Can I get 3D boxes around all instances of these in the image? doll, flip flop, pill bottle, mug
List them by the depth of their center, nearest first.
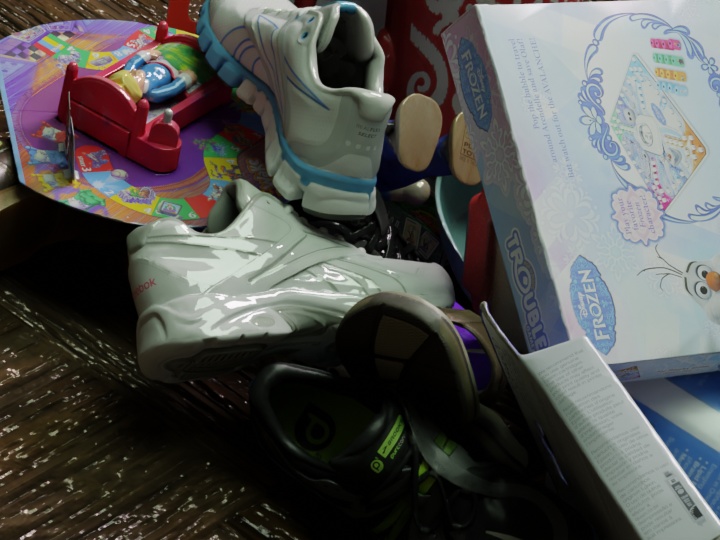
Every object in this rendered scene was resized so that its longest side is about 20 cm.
[{"bbox_3d":[0.047,0.052,1.422,0.081,0.058,0.200,23,-14,28],"label":"flip flop"},{"bbox_3d":[0.208,0.122,1.478,0.200,0.112,0.112,32,29,15],"label":"pill bottle"},{"bbox_3d":[-0.011,-0.063,1.604,0.136,0.049,0.200,14,-12,-38],"label":"doll"},{"bbox_3d":[0.061,-0.172,1.669,0.177,0.201,0.133,-10,21,-40],"label":"mug"}]

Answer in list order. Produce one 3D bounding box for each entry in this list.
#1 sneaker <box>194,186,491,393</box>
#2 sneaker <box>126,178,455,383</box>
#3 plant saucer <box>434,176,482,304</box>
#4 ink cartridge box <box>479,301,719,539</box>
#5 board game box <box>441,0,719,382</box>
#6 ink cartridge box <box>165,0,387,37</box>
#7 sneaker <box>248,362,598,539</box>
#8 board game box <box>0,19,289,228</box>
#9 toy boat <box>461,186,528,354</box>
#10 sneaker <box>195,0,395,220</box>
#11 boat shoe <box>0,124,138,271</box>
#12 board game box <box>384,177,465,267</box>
[{"bbox_3d":[0.000,0.000,1.535,0.200,0.100,0.070,22,28,-1],"label":"sneaker"},{"bbox_3d":[-0.034,-0.003,1.442,0.200,0.078,0.100,-3,70,-41],"label":"sneaker"},{"bbox_3d":[0.124,0.004,1.673,0.200,0.036,0.200,24,33,-17],"label":"plant saucer"},{"bbox_3d":[0.139,0.127,1.356,0.041,0.200,0.200,-30,45,-4],"label":"ink cartridge box"},{"bbox_3d":[0.157,-0.044,1.462,0.199,0.043,0.200,-4,72,-32],"label":"board game box"},{"bbox_3d":[-0.023,-0.178,1.716,0.057,0.163,0.200,29,26,38],"label":"ink cartridge box"},{"bbox_3d":[0.023,0.106,1.383,0.199,0.071,0.083,29,-8,20],"label":"sneaker"},{"bbox_3d":[-0.113,-0.097,1.516,0.158,0.039,0.200,2,37,-17],"label":"board game box"},{"bbox_3d":[0.127,-0.037,1.568,0.200,0.131,0.131,-14,31,-34],"label":"toy boat"},{"bbox_3d":[-0.025,-0.115,1.489,0.075,0.087,0.200,6,33,-31],"label":"sneaker"},{"bbox_3d":[-0.169,-0.052,1.530,0.070,0.070,0.200,40,32,26],"label":"boat shoe"},{"bbox_3d":[0.012,-0.072,1.757,0.200,0.023,0.105,39,34,26],"label":"board game box"}]
